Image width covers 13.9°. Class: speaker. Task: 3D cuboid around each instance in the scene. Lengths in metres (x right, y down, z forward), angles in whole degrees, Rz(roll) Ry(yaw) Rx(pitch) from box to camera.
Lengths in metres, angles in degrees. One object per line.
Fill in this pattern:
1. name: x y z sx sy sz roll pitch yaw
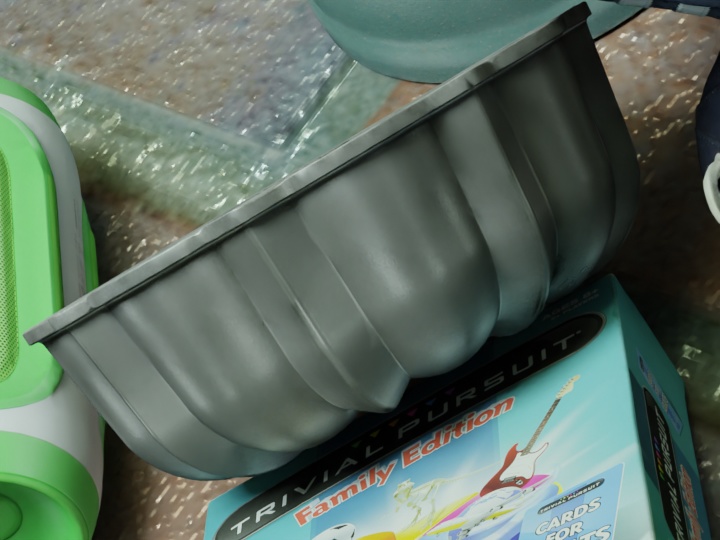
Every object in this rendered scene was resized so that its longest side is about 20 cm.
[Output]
1. speaker: -0.137 0.022 1.044 0.088 0.088 0.200 -27 43 16

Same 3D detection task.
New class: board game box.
1. board game box: 0.024 0.092 0.831 0.151 0.047 0.200 -30 20 13

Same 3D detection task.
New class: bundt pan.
1. bundt pan: 0.000 0.000 0.907 0.202 0.076 0.202 -30 3 2

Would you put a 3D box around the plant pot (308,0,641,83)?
1. plant pot: 0.034 -0.187 1.057 0.200 0.134 0.201 -22 44 22

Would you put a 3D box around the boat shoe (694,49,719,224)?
1. boat shoe: 0.142 -0.011 0.876 0.093 0.075 0.200 -15 39 36

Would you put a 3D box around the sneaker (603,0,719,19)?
1. sneaker: 0.086 -0.103 0.843 0.200 0.108 0.070 16 104 35
